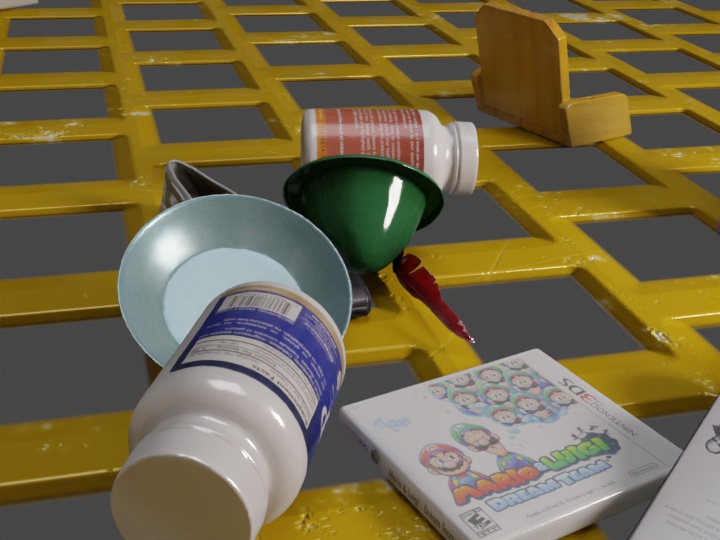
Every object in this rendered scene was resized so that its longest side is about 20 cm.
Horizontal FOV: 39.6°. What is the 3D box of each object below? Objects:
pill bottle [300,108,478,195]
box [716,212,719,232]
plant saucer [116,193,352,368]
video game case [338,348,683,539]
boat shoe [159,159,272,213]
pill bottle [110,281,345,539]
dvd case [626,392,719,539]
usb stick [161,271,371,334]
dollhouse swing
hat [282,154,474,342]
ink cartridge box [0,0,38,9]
[{"bbox_3d":[0.031,-0.130,1.157,0.198,0.113,0.112,0,26,-6],"label":"pill bottle"},{"bbox_3d":[0.501,-0.147,1.136,0.096,0.202,0.175,21,32,35],"label":"box"},{"bbox_3d":[-0.107,0.024,0.859,0.199,0.039,0.203,7,53,-9],"label":"plant saucer"},{"bbox_3d":[0.112,0.128,0.741,0.198,0.024,0.182,-13,30,-28],"label":"video game case"},{"bbox_3d":[-0.143,-0.059,1.049,0.074,0.065,0.201,-19,34,-38],"label":"boat shoe"},{"bbox_3d":[-0.085,0.101,0.667,0.118,0.121,0.200,7,27,9],"label":"pill bottle"},{"bbox_3d":[0.276,0.150,0.640,0.149,0.025,0.200,22,53,34],"label":"dvd case"},{"bbox_3d":[-0.086,0.033,0.906,0.198,0.033,0.056,-7,35,-20],"label":"usb stick"},{"bbox_3d":[0.278,-0.297,1.452,0.180,0.178,0.200,-15,30,-32],"label":"dollhouse swing"},{"bbox_3d":[0.000,0.000,0.973,0.164,0.200,0.178,11,67,-14],"label":"hat"},{"bbox_3d":[-0.760,-0.643,2.026,0.146,0.202,0.144,18,28,30],"label":"ink cartridge box"}]
